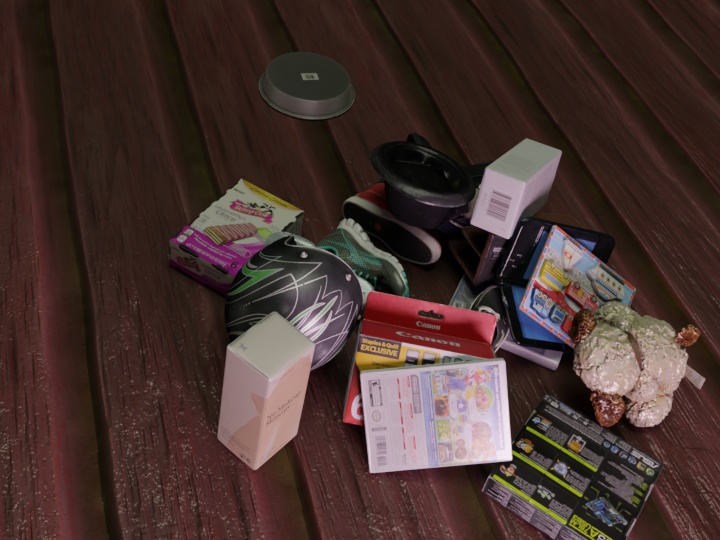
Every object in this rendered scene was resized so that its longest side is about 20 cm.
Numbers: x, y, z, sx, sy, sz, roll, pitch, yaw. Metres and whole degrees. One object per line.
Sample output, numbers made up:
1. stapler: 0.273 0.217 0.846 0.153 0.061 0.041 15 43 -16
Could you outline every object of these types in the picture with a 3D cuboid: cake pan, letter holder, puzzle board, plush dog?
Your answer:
1. cake pan: -0.107 -0.382 1.928 0.198 0.037 0.201 6 45 -6
2. letter holder: 0.266 -0.051 1.604 0.198 0.101 0.142 1 33 -22
3. puzzle board: 0.349 0.043 1.497 0.199 0.017 0.152 34 71 -24
4. plush dog: 0.391 0.132 1.396 0.170 0.160 0.202 -9 73 -26

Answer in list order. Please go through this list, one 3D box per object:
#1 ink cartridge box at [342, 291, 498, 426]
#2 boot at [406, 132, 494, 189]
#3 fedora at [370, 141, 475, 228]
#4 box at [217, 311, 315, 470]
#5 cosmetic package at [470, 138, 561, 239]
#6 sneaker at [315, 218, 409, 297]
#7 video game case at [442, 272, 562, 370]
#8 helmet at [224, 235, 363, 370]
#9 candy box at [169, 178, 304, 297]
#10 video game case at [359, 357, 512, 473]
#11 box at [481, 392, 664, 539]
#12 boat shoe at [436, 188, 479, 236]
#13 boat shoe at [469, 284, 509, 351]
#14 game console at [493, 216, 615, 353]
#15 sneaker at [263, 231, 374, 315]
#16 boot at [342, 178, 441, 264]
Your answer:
1. ink cartridge box: 0.087 0.138 1.342 0.198 0.177 0.084 10 12 -1
2. boot: 0.184 -0.181 1.765 0.161 0.074 0.199 -8 55 -16
3. fedora: 0.095 -0.135 1.588 0.199 0.092 0.201 13 31 -8
4. box: -0.128 0.162 1.262 0.078 0.201 0.095 36 49 21
5. cosmetic package: 0.256 -0.137 1.545 0.071 0.102 0.200 24 29 20
6. sneaker: 0.000 0.000 1.554 0.091 0.078 0.200 -29 49 -24
7. video game case: 0.256 0.061 1.574 0.199 0.023 0.183 22 45 11
8. helmet: -0.098 0.054 1.363 0.198 0.202 0.191 -4 15 -16
9. candy box: -0.202 -0.054 1.564 0.136 0.061 0.200 27 46 15
10. video game case: 0.104 0.200 1.300 0.198 0.145 0.018 -5 9 2
11. box: 0.302 0.293 1.337 0.199 0.048 0.193 30 49 17
12. boat shoe: 0.216 -0.093 1.687 0.199 0.092 0.075 16 61 -41
13. boat shoe: 0.189 0.093 1.475 0.073 0.061 0.201 25 57 13
14. game console: 0.326 0.027 1.505 0.198 0.172 0.118 9 23 -29
15. sneaker: -0.072 0.015 1.507 0.199 0.071 0.073 34 56 8
16. boot: 0.087 -0.097 1.665 0.199 0.073 0.144 33 46 25
